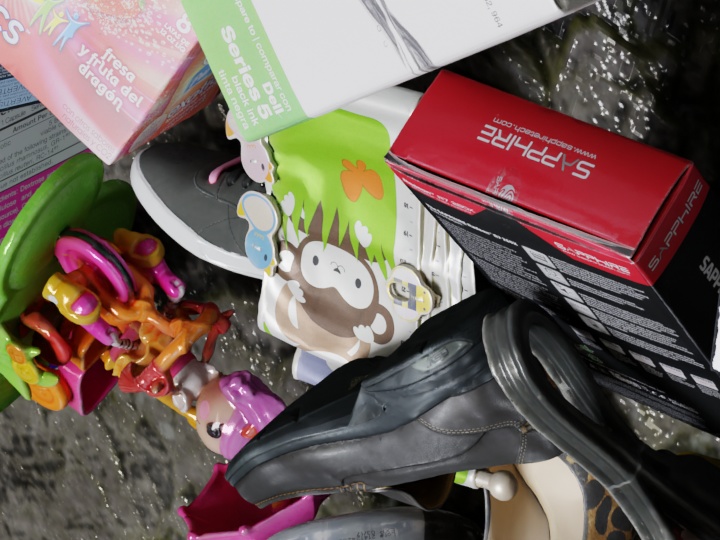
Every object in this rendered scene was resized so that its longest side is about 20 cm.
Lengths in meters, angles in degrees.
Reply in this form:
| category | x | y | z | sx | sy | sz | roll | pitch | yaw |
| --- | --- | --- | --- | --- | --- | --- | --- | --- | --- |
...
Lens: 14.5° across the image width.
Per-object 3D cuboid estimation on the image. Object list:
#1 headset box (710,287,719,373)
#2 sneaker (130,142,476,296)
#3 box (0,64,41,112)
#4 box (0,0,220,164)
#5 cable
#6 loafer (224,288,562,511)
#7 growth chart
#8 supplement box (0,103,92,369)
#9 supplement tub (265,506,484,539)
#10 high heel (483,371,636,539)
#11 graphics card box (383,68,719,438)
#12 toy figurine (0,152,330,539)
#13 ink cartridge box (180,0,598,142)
| category | x | y | z | sx | sy | sz | roll | pitch | yaw |
| --- | --- | --- | --- | --- | --- | --- | --- | --- | --- |
| headset box | 0.226 | -0.050 | 0.970 | 0.173 | 0.093 | 0.201 | 15 | 112 | 23 |
| sneaker | -0.022 | -0.043 | 1.316 | 0.199 | 0.071 | 0.100 | 27 | 128 | 28 |
| box | -0.244 | -0.145 | 1.396 | 0.200 | 0.136 | 0.038 | 49 | 141 | 34 |
| box | -0.137 | -0.159 | 1.282 | 0.200 | 0.103 | 0.095 | 44 | 123 | 7 |
| cable | 0.109 | 0.092 | 1.161 | 0.050 | 0.098 | 0.200 | -25 | 136 | 39 |
| loafer | 0.011 | 0.076 | 1.223 | 0.072 | 0.073 | 0.200 | 54 | 144 | -6 |
| growth chart | 0.000 | 0.000 | 1.257 | 0.144 | 0.018 | 0.201 | 8 | 116 | 39 |
| supplement box | -0.206 | -0.041 | 1.481 | 0.101 | 0.103 | 0.201 | 29 | 130 | 31 |
| supplement tub | 0.014 | 0.223 | 1.333 | 0.122 | 0.122 | 0.201 | -37 | 53 | 51 |
| high heel | 0.064 | 0.130 | 1.267 | 0.071 | 0.142 | 0.201 | -8 | 107 | 48 |
| graphics card box | 0.106 | 0.002 | 1.134 | 0.125 | 0.051 | 0.200 | 23 | 165 | 36 |
| toy figurine | -0.087 | 0.054 | 1.393 | 0.184 | 0.150 | 0.200 | 35 | 152 | 11 |
| ink cartridge box | 0.045 | -0.133 | 1.122 | 0.200 | 0.145 | 0.084 | -18 | 98 | 50 |
